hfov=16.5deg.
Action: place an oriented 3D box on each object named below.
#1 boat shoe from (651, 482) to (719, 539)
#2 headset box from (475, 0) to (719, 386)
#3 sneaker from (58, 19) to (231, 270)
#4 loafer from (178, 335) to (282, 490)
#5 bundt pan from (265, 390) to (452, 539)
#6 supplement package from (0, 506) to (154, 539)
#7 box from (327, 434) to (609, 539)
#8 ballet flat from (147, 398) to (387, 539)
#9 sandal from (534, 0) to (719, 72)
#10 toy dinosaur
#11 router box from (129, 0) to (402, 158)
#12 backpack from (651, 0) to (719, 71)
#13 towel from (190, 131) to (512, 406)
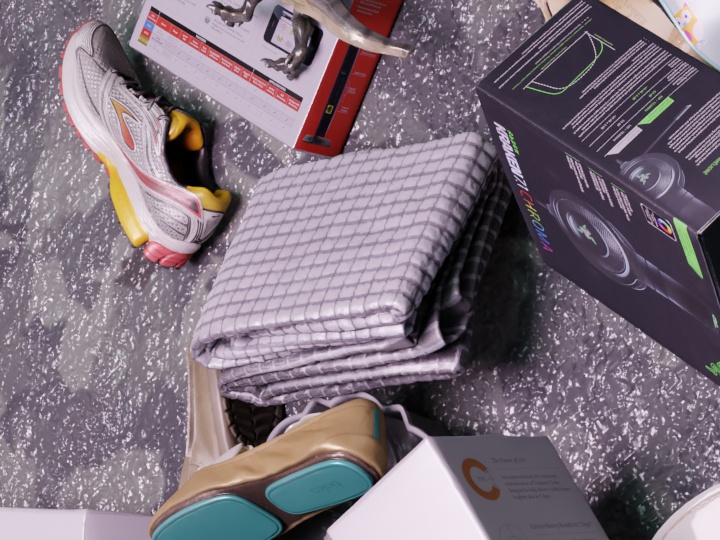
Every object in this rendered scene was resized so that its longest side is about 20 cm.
[{"bbox_3d":[0.198,0.206,1.457,0.075,0.062,0.201,39,112,36],"label":"boat shoe"},{"bbox_3d":[0.182,-0.036,1.422,0.093,0.175,0.200,-42,51,-14],"label":"headset box"},{"bbox_3d":[-0.153,-0.103,1.823,0.082,0.078,0.201,-39,69,27],"label":"sneaker"},{"bbox_3d":[-0.094,0.130,1.725,0.067,0.076,0.202,-20,70,32],"label":"loafer"},{"bbox_3d":[0.011,0.182,1.620,0.201,0.075,0.204,-8,77,41],"label":"bundt pan"},{"bbox_3d":[-0.226,0.232,1.801,0.199,0.117,0.118,-2,81,42],"label":"supplement package"},{"bbox_3d":[0.091,0.203,1.424,0.097,0.124,0.201,-44,62,28],"label":"box"},{"bbox_3d":[-0.056,0.135,1.608,0.199,0.069,0.063,-23,41,36],"label":"ballet flat"},{"bbox_3d":[0.148,-0.172,1.554,0.212,0.069,0.078,48,115,36],"label":"sandal"},{"bbox_3d":[-0.048,-0.185,1.687,0.088,0.047,0.200,-48,58,18],"label":"toy dinosaur"},{"bbox_3d":[-0.060,-0.202,1.762,0.200,0.049,0.181,34,106,40],"label":"router box"},{"bbox_3d":[0.233,-0.199,1.412,0.153,0.175,0.201,-40,63,35],"label":"backpack"},{"bbox_3d":[0.000,0.000,1.615,0.199,0.086,0.166,-11,41,37],"label":"towel"}]
